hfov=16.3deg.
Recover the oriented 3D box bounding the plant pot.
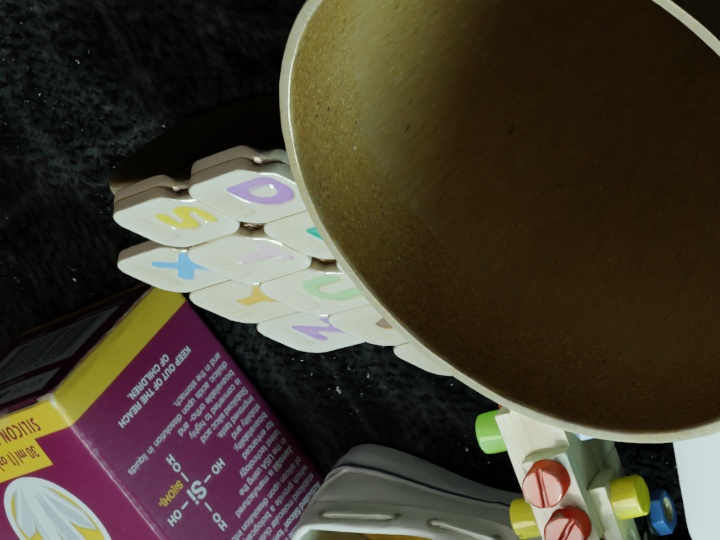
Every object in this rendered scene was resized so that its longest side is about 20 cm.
[{"bbox_3d":[0.103,-0.079,0.817,0.186,0.200,0.186,21,137,21],"label":"plant pot"}]

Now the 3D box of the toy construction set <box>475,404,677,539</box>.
[{"bbox_3d":[0.088,0.102,1.030,0.092,0.131,0.200,0,110,21],"label":"toy construction set"}]

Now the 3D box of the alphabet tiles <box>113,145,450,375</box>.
[{"bbox_3d":[0.000,0.000,1.031,0.200,0.015,0.196,26,151,-37],"label":"alphabet tiles"}]

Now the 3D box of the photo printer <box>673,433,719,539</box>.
[{"bbox_3d":[0.197,0.052,0.960,0.166,0.069,0.200,10,131,29],"label":"photo printer"}]

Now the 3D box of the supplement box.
[{"bbox_3d":[-0.100,0.119,1.231,0.131,0.103,0.200,-22,111,46],"label":"supplement box"}]

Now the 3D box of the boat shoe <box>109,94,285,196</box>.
[{"bbox_3d":[-0.019,-0.033,1.058,0.200,0.072,0.065,-4,122,33],"label":"boat shoe"}]

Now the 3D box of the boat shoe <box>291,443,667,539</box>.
[{"bbox_3d":[0.057,0.137,1.146,0.200,0.070,0.071,17,135,29],"label":"boat shoe"}]
